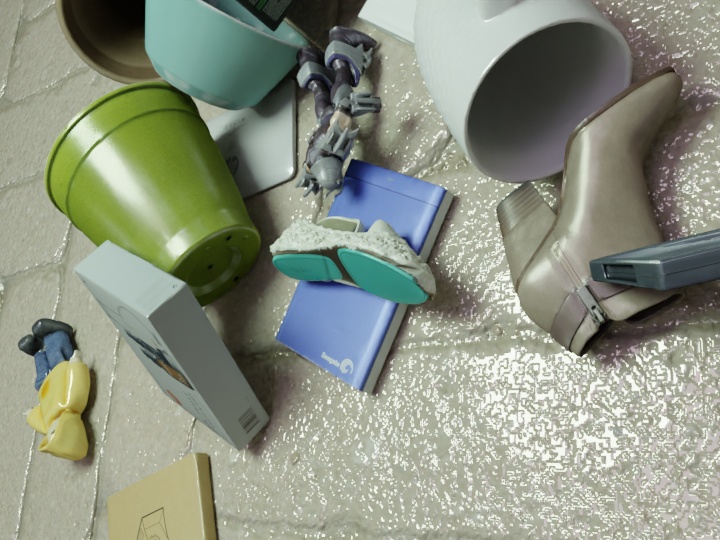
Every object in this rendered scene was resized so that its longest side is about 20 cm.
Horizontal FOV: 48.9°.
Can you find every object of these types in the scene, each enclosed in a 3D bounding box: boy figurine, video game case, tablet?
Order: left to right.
[{"bbox_3d":[-0.400,0.165,1.034,0.124,0.064,0.202,-41,50,18],"label":"boy figurine"},{"bbox_3d":[-0.154,-0.144,0.969,0.197,0.014,0.133,-18,64,35],"label":"tablet"},{"bbox_3d":[0.221,-0.015,0.465,0.140,0.200,0.019,-14,88,7],"label":"video game case"}]

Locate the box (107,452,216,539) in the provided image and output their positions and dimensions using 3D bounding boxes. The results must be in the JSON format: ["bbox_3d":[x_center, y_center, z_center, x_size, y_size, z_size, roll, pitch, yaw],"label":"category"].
[{"bbox_3d":[-0.212,0.318,0.848,0.162,0.021,0.203,-30,57,29],"label":"box"}]

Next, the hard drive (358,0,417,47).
[{"bbox_3d":[0.091,-0.331,0.820,0.132,0.026,0.202,39,101,41],"label":"hard drive"}]

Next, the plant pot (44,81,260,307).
[{"bbox_3d":[-0.214,-0.065,0.881,0.201,0.199,0.194,-47,68,16],"label":"plant pot"}]

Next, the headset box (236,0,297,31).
[{"bbox_3d":[-0.082,-0.386,0.897,0.175,0.092,0.201,-48,22,17],"label":"headset box"}]

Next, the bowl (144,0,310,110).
[{"bbox_3d":[-0.165,-0.258,0.908,0.201,0.198,0.106,46,116,40],"label":"bowl"}]

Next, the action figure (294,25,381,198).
[{"bbox_3d":[-0.025,-0.159,0.817,0.130,0.068,0.204,-36,44,44],"label":"action figure"}]

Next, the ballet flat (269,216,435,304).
[{"bbox_3d":[-0.005,-0.021,0.734,0.197,0.071,0.073,10,81,41],"label":"ballet flat"}]

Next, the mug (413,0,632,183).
[{"bbox_3d":[0.108,-0.200,0.648,0.146,0.200,0.177,-31,48,9],"label":"mug"}]

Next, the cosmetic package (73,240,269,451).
[{"bbox_3d":[-0.188,0.076,0.800,0.052,0.202,0.150,-42,42,-23],"label":"cosmetic package"}]

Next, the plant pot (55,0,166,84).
[{"bbox_3d":[-0.300,-0.382,1.076,0.199,0.199,0.176,-39,36,22],"label":"plant pot"}]

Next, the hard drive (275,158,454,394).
[{"bbox_3d":[0.000,0.000,0.780,0.131,0.025,0.203,23,90,42],"label":"hard drive"}]

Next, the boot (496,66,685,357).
[{"bbox_3d":[0.199,-0.037,0.607,0.200,0.070,0.148,-42,59,22],"label":"boot"}]
